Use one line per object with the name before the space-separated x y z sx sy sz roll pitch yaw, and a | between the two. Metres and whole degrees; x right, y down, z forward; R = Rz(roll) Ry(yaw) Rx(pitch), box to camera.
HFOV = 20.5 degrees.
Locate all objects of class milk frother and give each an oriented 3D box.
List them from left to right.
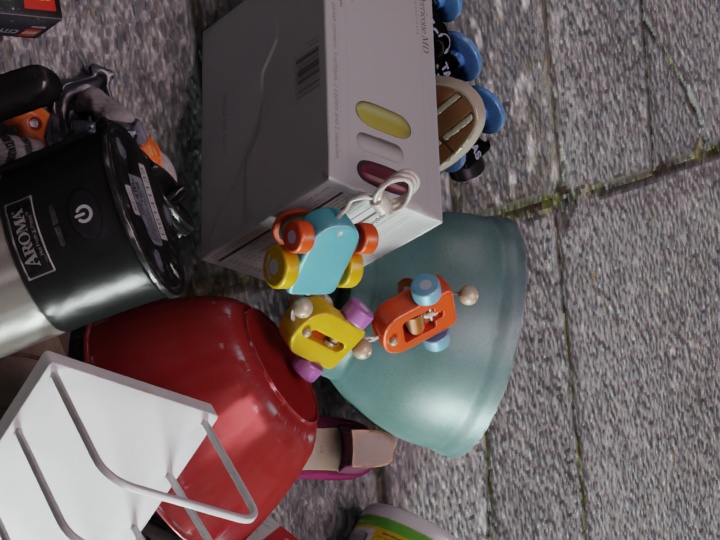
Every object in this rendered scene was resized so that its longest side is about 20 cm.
milk frother | -0.214 -0.019 1.308 0.200 0.187 0.182 53 19 -64

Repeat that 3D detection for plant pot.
plant pot | 0.035 0.039 1.615 0.133 0.200 0.202 14 85 -15

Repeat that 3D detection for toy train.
toy train | 0.000 0.000 1.431 0.149 0.056 0.201 -30 141 -9
toy train | 0.039 -0.161 1.626 0.087 0.114 0.201 -43 122 -34

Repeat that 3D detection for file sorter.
file sorter | -0.178 0.182 1.278 0.138 0.125 0.201 21 110 -39

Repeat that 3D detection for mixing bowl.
mixing bowl | -0.100 0.094 1.443 0.108 0.201 0.200 -30 124 11

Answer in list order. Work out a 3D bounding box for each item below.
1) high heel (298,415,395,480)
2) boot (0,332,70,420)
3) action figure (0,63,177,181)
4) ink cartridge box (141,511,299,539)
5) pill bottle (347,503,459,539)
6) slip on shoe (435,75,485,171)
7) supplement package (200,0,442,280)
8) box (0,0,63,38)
high heel | -0.076 0.142 1.615 0.198 0.096 0.068 13 79 -21
boot | -0.219 0.122 1.403 0.201 0.070 0.147 68 23 -44
action figure | -0.217 -0.054 1.415 0.192 0.104 0.202 2 88 -30
ink cartridge box | -0.142 0.232 1.480 0.199 0.144 0.084 1 111 -42
pill bottle | 0.010 0.306 1.658 0.111 0.111 0.201 42 68 -37
slip on shoe | 0.029 -0.097 1.578 0.076 0.200 0.060 56 40 3
supplement package | -0.031 -0.110 1.488 0.110 0.155 0.202 19 57 -37
box | -0.301 -0.232 1.328 0.199 0.038 0.138 -1 73 -42
